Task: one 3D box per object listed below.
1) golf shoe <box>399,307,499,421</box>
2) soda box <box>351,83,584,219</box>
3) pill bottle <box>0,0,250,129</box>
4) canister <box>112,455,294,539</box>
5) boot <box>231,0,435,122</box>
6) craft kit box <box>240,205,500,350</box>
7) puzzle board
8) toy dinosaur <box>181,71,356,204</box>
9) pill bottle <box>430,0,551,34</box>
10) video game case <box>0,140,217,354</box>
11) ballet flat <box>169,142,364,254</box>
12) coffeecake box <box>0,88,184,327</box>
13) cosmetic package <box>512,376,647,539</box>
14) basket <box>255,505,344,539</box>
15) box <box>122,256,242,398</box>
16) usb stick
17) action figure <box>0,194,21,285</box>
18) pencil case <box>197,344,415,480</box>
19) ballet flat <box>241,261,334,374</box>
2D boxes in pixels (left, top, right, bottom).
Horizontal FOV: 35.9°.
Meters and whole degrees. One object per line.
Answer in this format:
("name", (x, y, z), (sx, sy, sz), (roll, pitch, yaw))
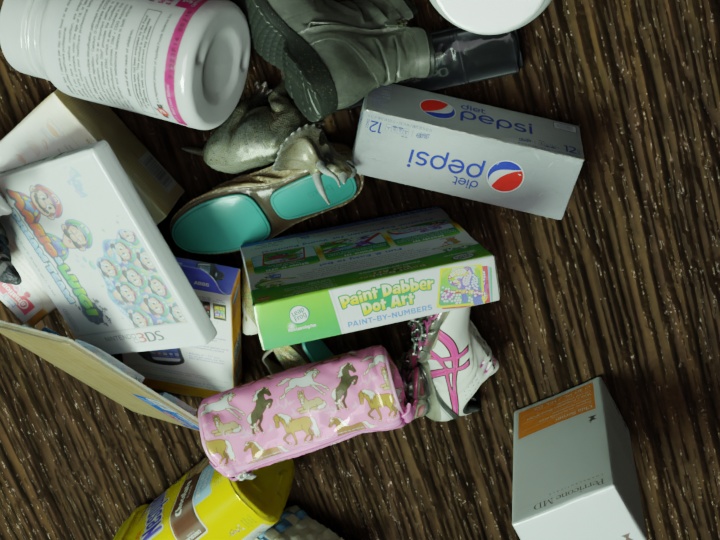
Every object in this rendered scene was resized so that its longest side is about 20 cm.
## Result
("golf shoe", (0.090, 0.071, 1.073), (0.092, 0.073, 0.200), (1, 138, -6))
("soda box", (0.095, -0.109, 0.999), (0.199, 0.064, 0.068), (12, 127, -3))
("pill bottle", (-0.208, -0.200, 0.977), (0.199, 0.113, 0.114), (16, 115, 18))
("canister", (-0.169, 0.263, 1.165), (0.200, 0.149, 0.087), (-41, 102, 19))
("boot", (-0.028, -0.225, 0.980), (0.130, 0.068, 0.200), (-26, 68, -18))
("craft kit box", (0.000, 0.000, 0.973), (0.199, 0.198, 0.049), (-12, 104, -5))
("puzzle board", (-0.248, 0.103, 1.090), (0.150, 0.017, 0.200), (6, 154, 44))
("toy dinosaur", (-0.095, -0.123, 1.001), (0.199, 0.102, 0.077), (3, 133, 25))
("pill bottle", (0.104, -0.250, 0.880), (0.114, 0.200, 0.115), (3, 113, 7))
("video game case", (-0.239, -0.012, 1.005), (0.182, 0.024, 0.200), (-8, 117, 41))
("ballet flat", (-0.086, -0.069, 1.058), (0.199, 0.065, 0.071), (-15, 121, 15))
("coffeecake box", (-0.300, -0.065, 1.085), (0.200, 0.073, 0.154), (-36, 105, 20))
("cosmetic package", (0.202, 0.191, 1.049), (0.101, 0.200, 0.071), (-26, 107, 17))
("basket", (-0.053, 0.364, 1.183), (0.200, 0.139, 0.176), (47, 114, 16))
("box", (-0.178, 0.050, 1.094), (0.119, 0.042, 0.200), (11, 137, 3))
("usb stick", (0.049, -0.186, 1.007), (0.199, 0.033, 0.056), (-11, 120, 12))
("action figure", (-0.356, 0.012, 0.990), (0.104, 0.193, 0.201), (19, 85, -14))
("pencil case", (-0.052, 0.135, 1.059), (0.199, 0.083, 0.087), (-19, 99, 0))
("ballet flat", (-0.079, 0.064, 1.113), (0.070, 0.071, 0.200), (-25, 108, 17))
